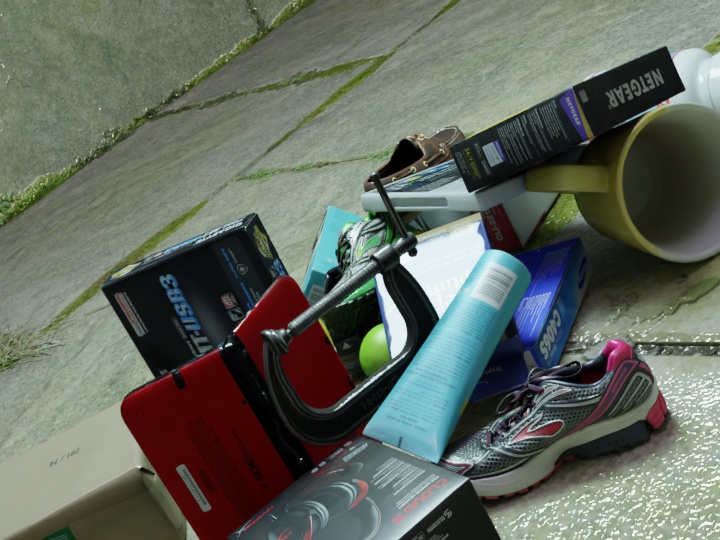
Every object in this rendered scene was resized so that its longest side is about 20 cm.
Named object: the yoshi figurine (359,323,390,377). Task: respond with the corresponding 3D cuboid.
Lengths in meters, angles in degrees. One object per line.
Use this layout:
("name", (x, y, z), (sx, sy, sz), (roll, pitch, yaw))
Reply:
("yoshi figurine", (0.052, 0.056, 1.285), (0.111, 0.113, 0.201), (-29, 20, 22))

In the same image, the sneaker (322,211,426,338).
("sneaker", (0.000, 0.000, 1.331), (0.078, 0.085, 0.200), (-60, -4, 34))

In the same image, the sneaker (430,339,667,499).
("sneaker", (0.146, 0.120, 1.035), (0.198, 0.075, 0.081), (-26, 21, 12))

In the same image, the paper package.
("paper package", (-0.282, 0.239, 1.293), (0.198, 0.104, 0.191), (-27, 20, 2))

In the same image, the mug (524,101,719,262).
("mug", (0.273, -0.097, 1.257), (0.150, 0.186, 0.153), (-58, 16, -6))

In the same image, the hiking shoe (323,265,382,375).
("hiking shoe", (0.007, 0.027, 1.411), (0.075, 0.101, 0.201), (-21, 21, 20))

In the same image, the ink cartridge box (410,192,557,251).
("ink cartridge box", (0.124, -0.079, 1.534), (0.198, 0.084, 0.145), (-14, 26, 38))

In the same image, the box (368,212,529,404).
("box", (0.080, 0.040, 1.180), (0.120, 0.033, 0.201), (-20, 45, 8))

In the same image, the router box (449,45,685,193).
("router box", (0.205, -0.149, 1.240), (0.156, 0.053, 0.199), (-23, 3, 43))

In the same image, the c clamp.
("c clamp", (-0.012, 0.044, 1.092), (0.200, 0.172, 0.027), (-42, 18, -19))

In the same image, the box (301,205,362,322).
("box", (-0.040, -0.002, 1.563), (0.200, 0.049, 0.083), (-80, 11, -65))

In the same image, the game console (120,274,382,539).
("game console", (-0.091, 0.139, 1.128), (0.171, 0.201, 0.119), (-27, 18, 7))

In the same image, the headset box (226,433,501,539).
("headset box", (0.006, 0.217, 0.989), (0.148, 0.076, 0.199), (-36, 21, -21))

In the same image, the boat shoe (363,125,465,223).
("boat shoe", (0.068, -0.126, 1.497), (0.070, 0.071, 0.200), (-14, 24, 38))

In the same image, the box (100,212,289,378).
("box", (-0.159, 0.060, 1.413), (0.197, 0.202, 0.050), (-20, 19, 21))

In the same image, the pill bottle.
("pill bottle", (0.355, -0.194, 1.458), (0.199, 0.110, 0.109), (-9, 28, 46))

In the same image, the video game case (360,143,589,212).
("video game case", (0.129, -0.099, 1.354), (0.199, 0.024, 0.181), (-24, 17, -38))

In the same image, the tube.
("tube", (0.082, 0.072, 1.091), (0.077, 0.051, 0.201), (12, 57, 38))

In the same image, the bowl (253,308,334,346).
("bowl", (-0.072, 0.129, 1.230), (0.107, 0.202, 0.201), (24, 39, 10))

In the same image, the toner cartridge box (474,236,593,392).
("toner cartridge box", (0.161, 0.044, 1.243), (0.094, 0.043, 0.200), (-15, 25, 31))
